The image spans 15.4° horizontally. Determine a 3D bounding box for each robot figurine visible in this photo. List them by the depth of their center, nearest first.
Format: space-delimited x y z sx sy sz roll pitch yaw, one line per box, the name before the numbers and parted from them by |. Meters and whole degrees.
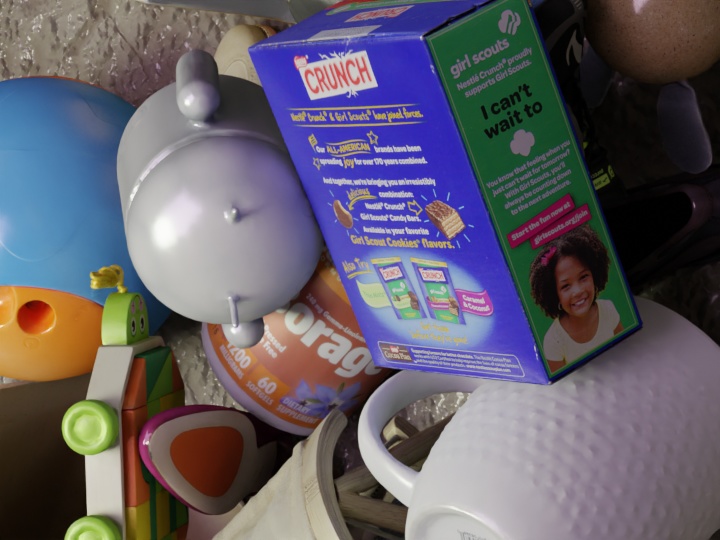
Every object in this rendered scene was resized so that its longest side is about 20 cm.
robot figurine | -0.081 -0.041 1.543 0.200 0.113 0.170 -109 5 -65

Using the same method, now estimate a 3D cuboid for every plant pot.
plant pot | -0.204 0.204 1.758 0.200 0.200 0.177 49 131 31

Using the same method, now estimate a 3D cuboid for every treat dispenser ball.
treat dispenser ball | -0.208 -0.027 1.747 0.201 0.201 0.201 -1 89 41

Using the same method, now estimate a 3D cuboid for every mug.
mug | 0.092 0.107 1.461 0.200 0.175 0.148 27 135 29

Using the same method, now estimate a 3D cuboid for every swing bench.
swing bench | -0.020 0.185 1.578 0.199 0.200 0.130 -46 61 31

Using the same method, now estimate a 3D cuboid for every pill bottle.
pill bottle | 0.000 0.000 1.622 0.200 0.112 0.112 -48 60 30

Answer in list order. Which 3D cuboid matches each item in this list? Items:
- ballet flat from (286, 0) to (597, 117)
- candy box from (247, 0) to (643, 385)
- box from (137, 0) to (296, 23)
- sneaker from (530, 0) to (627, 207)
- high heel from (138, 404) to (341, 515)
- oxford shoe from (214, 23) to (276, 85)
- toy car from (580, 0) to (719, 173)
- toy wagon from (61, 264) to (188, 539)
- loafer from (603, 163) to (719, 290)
ballet flat | 0.048 -0.130 1.583 0.200 0.057 0.066 24 148 11
candy box | 0.044 -0.047 1.429 0.169 0.077 0.200 4 121 56
box | -0.143 -0.235 1.727 0.200 0.152 0.106 19 102 41
sneaker | 0.110 -0.072 1.456 0.083 0.071 0.200 28 135 33
high heel | -0.099 0.109 1.652 0.096 0.200 0.067 23 87 33
oxford shoe | -0.095 -0.086 1.691 0.071 0.074 0.200 -35 36 43
toy car | 0.179 -0.159 1.462 0.164 0.158 0.200 39 130 39
toy wagon | -0.139 0.097 1.616 0.040 0.155 0.200 0 94 11
loafer | 0.137 -0.014 1.534 0.200 0.063 0.072 -25 75 38
